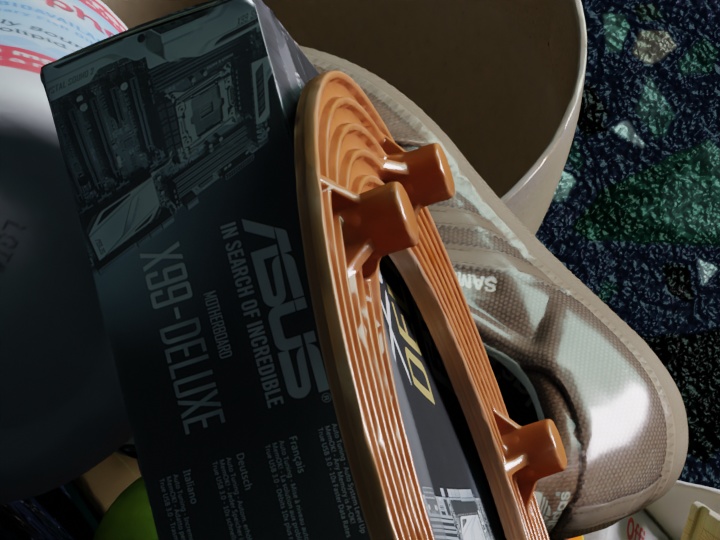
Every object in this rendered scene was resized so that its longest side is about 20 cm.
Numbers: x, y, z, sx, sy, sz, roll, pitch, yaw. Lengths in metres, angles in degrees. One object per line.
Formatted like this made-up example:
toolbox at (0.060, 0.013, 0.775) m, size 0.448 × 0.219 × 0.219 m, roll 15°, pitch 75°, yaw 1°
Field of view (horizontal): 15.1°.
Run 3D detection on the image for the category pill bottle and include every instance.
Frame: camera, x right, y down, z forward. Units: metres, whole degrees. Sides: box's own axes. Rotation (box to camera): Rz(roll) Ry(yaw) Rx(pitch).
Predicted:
pill bottle at (-0.102, -0.023, 0.721) m, size 0.109 × 0.109 × 0.200 m, roll 42°, pitch 9°, yaw -18°

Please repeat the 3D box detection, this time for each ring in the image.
ring at (0.029, 0.053, 0.546) m, size 0.200 × 0.019 × 0.201 m, roll -18°, pitch 90°, yaw -80°

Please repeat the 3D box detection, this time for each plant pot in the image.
plant pot at (-0.025, -0.033, 0.921) m, size 0.200 × 0.200 × 0.134 m, roll 41°, pitch -26°, yaw 29°

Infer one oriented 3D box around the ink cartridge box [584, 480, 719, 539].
ink cartridge box at (0.050, 0.113, 1.014) m, size 0.200 × 0.068 × 0.116 m, roll 5°, pitch -18°, yaw 23°

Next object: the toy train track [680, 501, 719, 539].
toy train track at (0.072, 0.112, 0.891) m, size 0.200 × 0.033 × 0.115 m, roll 33°, pitch -46°, yaw 39°

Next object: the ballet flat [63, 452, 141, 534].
ballet flat at (-0.085, 0.053, 0.942) m, size 0.200 × 0.063 × 0.069 m, roll 40°, pitch -2°, yaw 42°

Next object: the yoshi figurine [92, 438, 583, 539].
yoshi figurine at (-0.018, 0.085, 0.807) m, size 0.200 × 0.112 × 0.112 m, roll 31°, pitch 24°, yaw -50°

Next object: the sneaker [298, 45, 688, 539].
sneaker at (0.000, 0.000, 0.749) m, size 0.200 × 0.070 × 0.076 m, roll 37°, pitch 29°, yaw 25°

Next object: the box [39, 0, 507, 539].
box at (0.000, 0.060, 0.577) m, size 0.158 × 0.050 × 0.200 m, roll 48°, pitch 25°, yaw -70°
